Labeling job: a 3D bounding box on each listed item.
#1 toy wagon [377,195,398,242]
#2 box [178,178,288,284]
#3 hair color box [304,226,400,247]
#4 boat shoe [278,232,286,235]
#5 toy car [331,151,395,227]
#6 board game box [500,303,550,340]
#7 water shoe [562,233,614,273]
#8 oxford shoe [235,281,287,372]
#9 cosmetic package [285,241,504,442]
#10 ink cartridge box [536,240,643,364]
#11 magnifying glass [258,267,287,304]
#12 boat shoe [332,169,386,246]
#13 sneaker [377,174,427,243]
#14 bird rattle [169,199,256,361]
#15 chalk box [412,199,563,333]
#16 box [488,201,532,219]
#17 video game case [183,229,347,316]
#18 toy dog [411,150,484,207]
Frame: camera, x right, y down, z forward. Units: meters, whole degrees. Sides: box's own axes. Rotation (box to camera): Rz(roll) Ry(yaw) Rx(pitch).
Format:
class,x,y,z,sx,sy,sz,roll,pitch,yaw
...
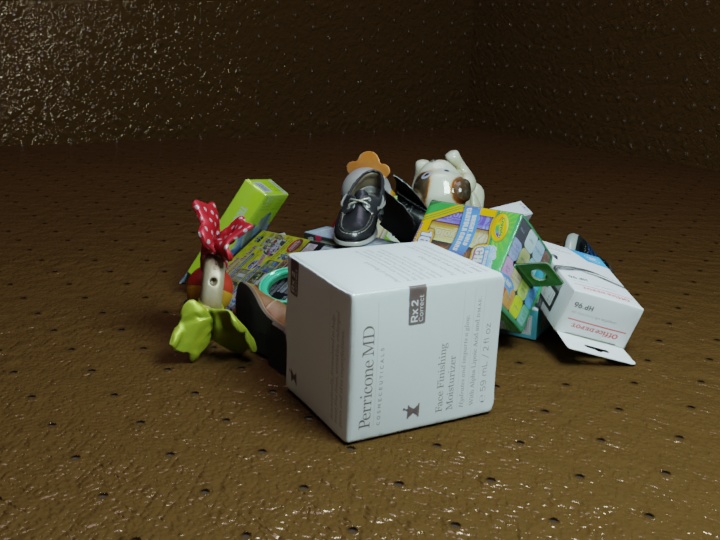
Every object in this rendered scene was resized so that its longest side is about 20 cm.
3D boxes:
class,x,y,z,sx,sy,sz,roll,pitch,yaw
toy wagon,0.084,-0.030,1.455,0.199,0.040,0.156,37,48,-9
box,-0.203,-0.053,1.384,0.047,0.202,0.122,36,12,6
hair color box,0.000,0.000,1.349,0.197,0.101,0.060,14,20,37
boat shoe,-0.141,-0.002,1.426,0.070,0.071,0.201,-22,22,0
toy car,0.027,-0.112,1.565,0.173,0.205,0.184,8,16,19
board game box,0.232,0.043,1.330,0.148,0.048,0.199,11,18,27
water shoe,0.377,-0.011,1.418,0.078,0.073,0.199,20,2,24
oxford shoe,-0.110,0.074,1.140,0.070,0.073,0.200,-4,28,-33
cosmetic package,0.033,0.071,0.977,0.196,0.169,0.164,-7,18,-29
ink cartridge box,0.312,0.041,1.201,0.114,0.069,0.201,14,24,-16
magnifying glass,-0.048,0.027,1.205,0.195,0.023,0.080,4,39,12
boat shoe,0.003,-0.101,1.363,0.072,0.062,0.201,9,29,13
sneaker,0.073,-0.070,1.332,0.103,0.061,0.200,33,-16,4
bird rattle,-0.201,0.015,1.122,0.110,0.205,0.163,-2,-8,-18
chalk box,0.176,-0.002,1.174,0.198,0.126,0.125,14,-19,41
box,0.183,-0.034,1.396,0.198,0.146,0.036,-15,52,-44
video game case,-0.136,0.015,1.286,0.178,0.026,0.200,12,41,31
toy dog,0.146,-0.122,1.567,0.136,0.198,0.200,0,-20,14
